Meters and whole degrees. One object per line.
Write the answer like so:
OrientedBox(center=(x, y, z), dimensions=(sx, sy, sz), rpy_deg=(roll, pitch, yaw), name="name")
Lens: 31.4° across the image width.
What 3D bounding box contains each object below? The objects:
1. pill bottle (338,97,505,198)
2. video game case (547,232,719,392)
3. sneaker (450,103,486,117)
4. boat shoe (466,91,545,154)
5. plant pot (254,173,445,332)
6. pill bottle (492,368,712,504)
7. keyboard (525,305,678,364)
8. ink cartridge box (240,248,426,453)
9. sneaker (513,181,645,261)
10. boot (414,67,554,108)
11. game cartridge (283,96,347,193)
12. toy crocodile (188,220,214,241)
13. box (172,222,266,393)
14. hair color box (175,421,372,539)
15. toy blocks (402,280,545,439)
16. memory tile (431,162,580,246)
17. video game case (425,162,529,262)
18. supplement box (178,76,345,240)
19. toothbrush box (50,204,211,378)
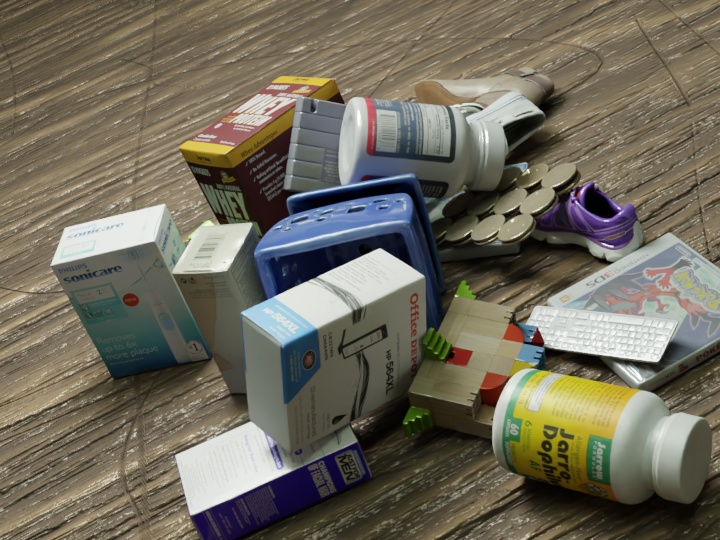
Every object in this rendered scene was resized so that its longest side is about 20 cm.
OrientedBox(center=(0.079, -0.154, 1.646), dimensions=(0.198, 0.120, 0.120), rpy_deg=(5, 33, -12), name="pill bottle")
OrientedBox(center=(0.341, 0.044, 1.474), dimensions=(0.181, 0.023, 0.200), rpy_deg=(-28, 36, -10), name="video game case")
OrientedBox(center=(0.096, -0.177, 1.834), dimensions=(0.199, 0.074, 0.088), rpy_deg=(-21, 14, 8), name="sneaker")
OrientedBox(center=(0.178, -0.183, 1.781), dimensions=(0.067, 0.074, 0.200), rpy_deg=(32, 63, 34), name="boat shoe")
OrientedBox(center=(0.000, 0.000, 1.564), dimensions=(0.198, 0.201, 0.180), rpy_deg=(-10, 29, 14), name="plant pot")
OrientedBox(center=(0.242, 0.169, 1.279), dimensions=(0.199, 0.113, 0.113), rpy_deg=(10, 45, 35), name="pill bottle")
OrientedBox(center=(0.265, 0.071, 1.448), dimensions=(0.199, 0.011, 0.057), rpy_deg=(5, 60, 47), name="keyboard")
OrientedBox(center=(-0.024, 0.085, 1.396), dimensions=(0.199, 0.147, 0.084), rpy_deg=(-25, 38, -31), name="ink cartridge box")
OrientedBox(center=(0.275, -0.080, 1.619), dimensions=(0.199, 0.084, 0.080), rpy_deg=(20, 45, 42), name="sneaker")
OrientedBox(center=(0.193, -0.270, 1.944), dimensions=(0.146, 0.071, 0.200), rpy_deg=(-27, 36, -20), name="boot")
OrientedBox(center=(-0.001, -0.152, 1.713), dimensions=(0.198, 0.131, 0.038), rpy_deg=(8, 7, -24), name="game cartridge")
OrientedBox(center=(-0.146, 0.005, 1.669), dimensions=(0.199, 0.062, 0.068), rpy_deg=(35, 70, 22), name="toy crocodile")
OrientedBox(center=(-0.145, 0.049, 1.560), dimensions=(0.077, 0.201, 0.095), rpy_deg=(-2, 38, 24), name="box")
OrientedBox(center=(-0.098, 0.219, 1.429), dimensions=(0.199, 0.065, 0.109), rpy_deg=(-25, 34, -3), name="hair color box")
OrientedBox(center=(0.146, 0.111, 1.435), dimensions=(0.136, 0.100, 0.201), rpy_deg=(11, 48, 22), name="toy blocks")
OrientedBox(center=(0.178, -0.083, 1.647), dimensions=(0.199, 0.017, 0.153), rpy_deg=(1, 43, 53), name="memory tile")
OrientedBox(center=(0.127, -0.076, 1.745), dimensions=(0.198, 0.022, 0.183), rpy_deg=(-7, 37, 19), name="video game case")
OrientedBox(center=(-0.103, -0.132, 1.765), dimensions=(0.197, 0.201, 0.132), rpy_deg=(-38, 28, -24), name="supplement box")
OrientedBox(center=(-0.288, 0.029, 1.661), dimensions=(0.145, 0.201, 0.086), rpy_deg=(-11, 35, 11), name="toothbrush box")
